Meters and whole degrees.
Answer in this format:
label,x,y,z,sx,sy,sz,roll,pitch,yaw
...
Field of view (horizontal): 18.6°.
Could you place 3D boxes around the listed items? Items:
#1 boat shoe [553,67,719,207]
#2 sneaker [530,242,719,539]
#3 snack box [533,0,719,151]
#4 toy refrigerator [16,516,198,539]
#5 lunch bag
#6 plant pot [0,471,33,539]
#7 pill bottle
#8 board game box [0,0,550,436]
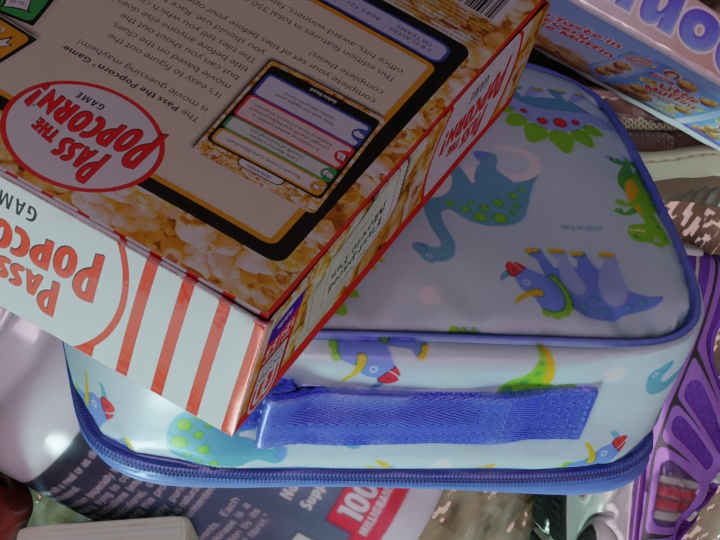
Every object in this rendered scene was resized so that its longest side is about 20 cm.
label,x,y,z,sx,sy,sz,roll,pitch,yaw
boat shoe,0.116,-0.067,0.845,0.202,0.075,0.075,9,99,-21
sneaker,0.121,0.087,0.890,0.083,0.081,0.200,0,107,-16
snack box,0.083,-0.087,0.761,0.200,0.072,0.024,27,80,-15
toy refrigerator,-0.079,0.175,0.827,0.070,0.076,0.200,-4,145,6
lunch bag,0.000,0.000,0.712,0.200,0.161,0.083,1,129,-18
plant pot,-0.225,0.138,0.794,0.200,0.201,0.196,25,95,-16
pill bottle,-0.073,0.039,0.816,0.200,0.120,0.120,29,101,-18
board game box,-0.051,-0.056,0.658,0.151,0.200,0.046,29,131,10
